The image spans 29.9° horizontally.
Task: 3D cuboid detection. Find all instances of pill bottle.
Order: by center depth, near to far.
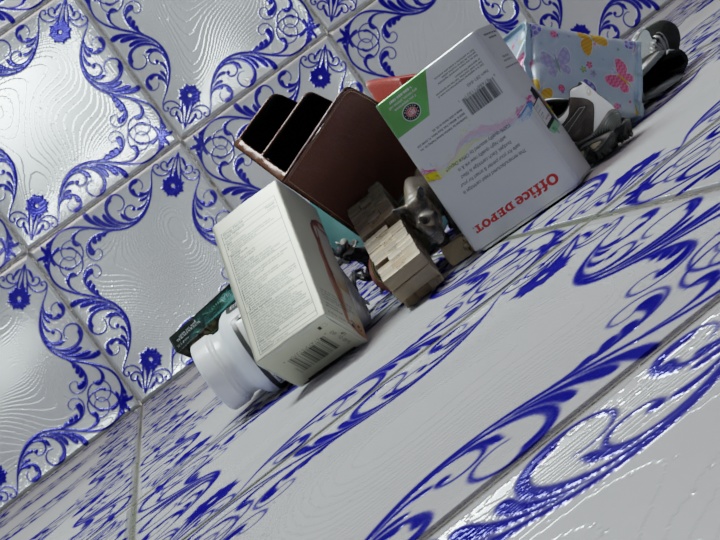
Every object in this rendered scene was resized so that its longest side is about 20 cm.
[{"bbox_3d":[-0.096,0.071,1.606,0.199,0.117,0.116,-36,4,5],"label":"pill bottle"}]

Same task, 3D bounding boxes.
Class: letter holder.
[{"bbox_3d":[-0.028,-0.147,1.622,0.143,0.100,0.200,-54,-37,2],"label":"letter holder"}]

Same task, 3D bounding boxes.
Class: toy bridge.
[{"bbox_3d":[0.153,-0.061,1.614,0.067,0.027,0.200,-35,5,27],"label":"toy bridge"}]

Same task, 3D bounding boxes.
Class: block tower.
[{"bbox_3d":[0.037,-0.030,1.540,0.058,0.054,0.200,-38,28,8],"label":"block tower"}]

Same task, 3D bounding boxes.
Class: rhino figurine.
[{"bbox_3d":[0.082,-0.073,1.546,0.060,0.088,0.200,-35,5,19],"label":"rhino figurine"}]

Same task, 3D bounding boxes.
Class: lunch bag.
[{"bbox_3d":[0.228,-0.221,1.671,0.168,0.128,0.200,5,-15,-20],"label":"lunch bag"}]

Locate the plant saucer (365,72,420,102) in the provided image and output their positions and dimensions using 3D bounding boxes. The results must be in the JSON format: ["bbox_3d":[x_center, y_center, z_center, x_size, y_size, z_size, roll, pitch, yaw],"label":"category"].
[{"bbox_3d":[0.124,-0.185,1.754,0.199,0.201,0.037,-18,-20,-51],"label":"plant saucer"}]

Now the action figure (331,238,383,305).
[{"bbox_3d":[0.000,0.000,1.726,0.199,0.102,0.119,3,-45,-21],"label":"action figure"}]

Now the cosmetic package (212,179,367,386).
[{"bbox_3d":[-0.080,0.014,1.495,0.103,0.201,0.087,-35,-38,18],"label":"cosmetic package"}]

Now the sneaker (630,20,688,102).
[{"bbox_3d":[0.390,-0.268,1.740,0.200,0.075,0.115,-51,15,-31],"label":"sneaker"}]

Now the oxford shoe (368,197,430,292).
[{"bbox_3d":[0.056,-0.045,1.638,0.200,0.070,0.075,-74,1,-56],"label":"oxford shoe"}]

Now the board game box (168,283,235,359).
[{"bbox_3d":[-0.135,0.077,1.720,0.135,0.028,0.200,-41,-31,13],"label":"board game box"}]

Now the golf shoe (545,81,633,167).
[{"bbox_3d":[0.227,-0.152,1.561,0.078,0.095,0.200,-41,4,-38],"label":"golf shoe"}]

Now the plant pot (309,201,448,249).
[{"bbox_3d":[0.038,-0.094,1.916,0.200,0.201,0.161,-37,16,-3],"label":"plant pot"}]

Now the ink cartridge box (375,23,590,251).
[{"bbox_3d":[0.137,-0.146,1.489,0.144,0.201,0.084,-35,1,25],"label":"ink cartridge box"}]

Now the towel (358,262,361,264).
[{"bbox_3d":[0.080,-0.061,2.225,0.147,0.050,0.200,-31,1,-21],"label":"towel"}]
